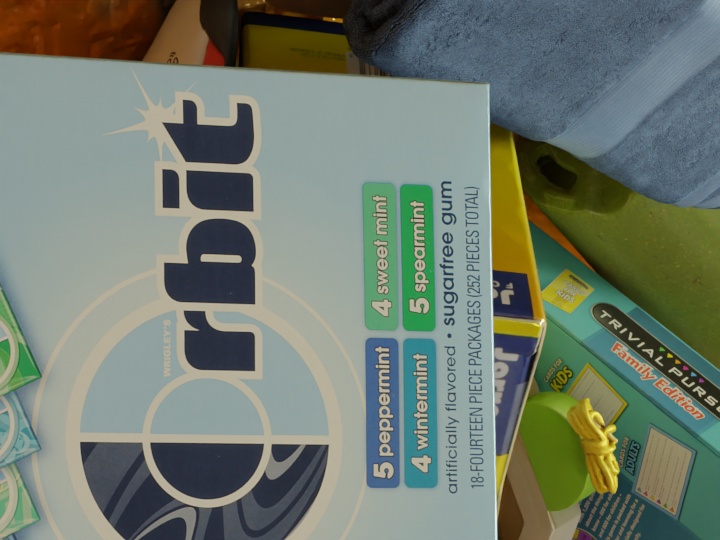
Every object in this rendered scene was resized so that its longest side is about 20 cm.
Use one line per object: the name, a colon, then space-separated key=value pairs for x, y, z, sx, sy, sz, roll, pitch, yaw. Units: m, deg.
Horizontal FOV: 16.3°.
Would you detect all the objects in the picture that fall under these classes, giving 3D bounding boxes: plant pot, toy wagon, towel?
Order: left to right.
toy wagon: x=0.039 y=0.091 z=1.085 sx=0.039 sy=0.199 sz=0.156 roll=-23 pitch=94 yaw=-49
towel: x=0.096 y=-0.089 z=0.939 sx=0.199 sy=0.049 sz=0.112 roll=20 pitch=132 yaw=-37
plant pot: x=0.171 y=-0.038 z=1.123 sx=0.190 sy=0.200 sz=0.200 roll=35 pitch=98 yaw=-36

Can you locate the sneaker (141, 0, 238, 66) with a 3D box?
sneaker: x=-0.115 y=-0.025 z=0.963 sx=0.067 sy=0.107 sz=0.203 roll=90 pitch=13 yaw=-83

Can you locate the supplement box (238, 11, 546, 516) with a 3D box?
supplement box: x=0.000 y=0.000 z=0.962 sx=0.109 sy=0.201 sz=0.110 roll=6 pitch=123 yaw=-7

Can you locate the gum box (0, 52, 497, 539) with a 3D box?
gum box: x=-0.055 y=0.021 z=0.799 sx=0.198 sy=0.045 sz=0.172 roll=3 pitch=82 yaw=-19

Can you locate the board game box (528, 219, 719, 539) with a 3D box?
board game box: x=0.107 y=0.096 z=1.091 sx=0.047 sy=0.200 sz=0.152 roll=-26 pitch=147 yaw=-44

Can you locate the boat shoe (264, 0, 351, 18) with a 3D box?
boat shoe: x=0.040 y=-0.135 z=1.012 sx=0.199 sy=0.070 sz=0.071 roll=-1 pitch=86 yaw=-42
